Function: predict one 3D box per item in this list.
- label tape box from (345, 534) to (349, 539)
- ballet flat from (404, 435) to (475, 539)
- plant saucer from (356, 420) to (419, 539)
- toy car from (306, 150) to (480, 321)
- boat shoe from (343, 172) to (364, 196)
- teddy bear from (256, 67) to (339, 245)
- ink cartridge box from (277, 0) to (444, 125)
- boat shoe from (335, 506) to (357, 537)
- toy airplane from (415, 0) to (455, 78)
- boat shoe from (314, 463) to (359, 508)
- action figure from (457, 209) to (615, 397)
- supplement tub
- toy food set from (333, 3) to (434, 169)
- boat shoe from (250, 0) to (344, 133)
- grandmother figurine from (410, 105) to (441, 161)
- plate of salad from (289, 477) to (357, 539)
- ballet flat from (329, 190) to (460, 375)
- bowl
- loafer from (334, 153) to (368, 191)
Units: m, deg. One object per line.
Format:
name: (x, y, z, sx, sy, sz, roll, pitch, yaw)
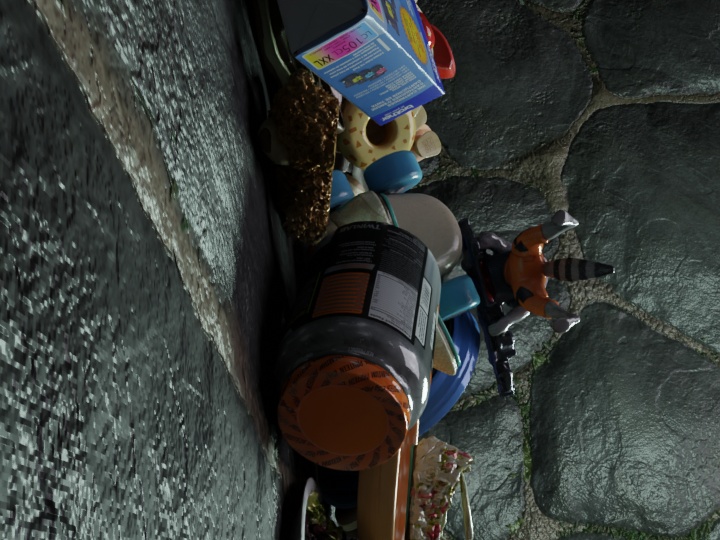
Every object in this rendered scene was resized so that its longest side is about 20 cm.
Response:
label tape box: (0.020, 0.350, 1.121, 0.144, 0.063, 0.200, 78, 6, -52)
ballet flat: (0.067, 0.250, 0.825, 0.076, 0.064, 0.201, 54, 41, -77)
plant saucer: (0.027, 0.176, 0.850, 0.200, 0.037, 0.201, 5, 90, -81)
toy car: (0.000, 0.000, 1.029, 0.200, 0.177, 0.185, -38, -106, 58)
boat shoe: (-0.028, -0.030, 1.139, 0.065, 0.071, 0.200, -51, 149, -32)
teddy bear: (-0.056, -0.094, 0.823, 0.200, 0.067, 0.145, 169, -76, -87)
ink cartridge box: (0.003, -0.221, 0.817, 0.200, 0.076, 0.137, 27, 44, -63)
boat shoe: (0.036, 0.245, 1.010, 0.075, 0.075, 0.202, 55, 22, -1)
toy airplane: (0.016, -0.311, 1.154, 0.141, 0.199, 0.200, -58, -155, -3)
boat shoe: (-0.021, 0.125, 0.907, 0.072, 0.072, 0.201, -112, -155, -85)
action figure: (0.181, 0.031, 0.995, 0.193, 0.104, 0.201, 172, -94, -71)
supplement tub: (-0.001, 0.057, 0.745, 0.200, 0.122, 0.123, -75, 160, -56)
toy food set: (0.002, -0.220, 1.024, 0.049, 0.198, 0.200, 35, -79, 52)
boat shoe: (-0.053, -0.209, 0.871, 0.203, 0.075, 0.075, 80, 5, -48)
grandmother figurine: (0.016, -0.146, 1.205, 0.061, 0.200, 0.122, -25, 96, -41)
plate of salad: (-0.022, 0.265, 0.731, 0.200, 0.048, 0.201, -7, 90, -86)
ballet flat: (0.029, 0.021, 0.874, 0.200, 0.062, 0.067, 64, -8, -14)
bowl: (0.044, 0.109, 1.051, 0.039, 0.200, 0.201, 43, 25, -27)
loafer: (-0.029, -0.149, 1.144, 0.071, 0.073, 0.200, -45, 124, -46)
